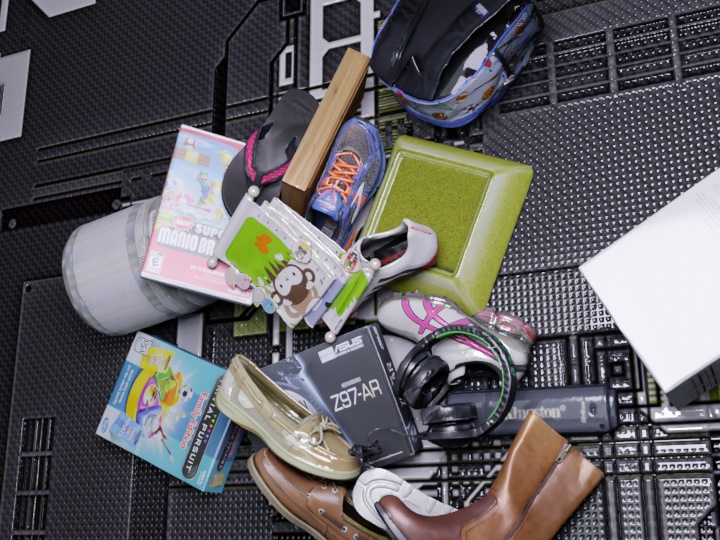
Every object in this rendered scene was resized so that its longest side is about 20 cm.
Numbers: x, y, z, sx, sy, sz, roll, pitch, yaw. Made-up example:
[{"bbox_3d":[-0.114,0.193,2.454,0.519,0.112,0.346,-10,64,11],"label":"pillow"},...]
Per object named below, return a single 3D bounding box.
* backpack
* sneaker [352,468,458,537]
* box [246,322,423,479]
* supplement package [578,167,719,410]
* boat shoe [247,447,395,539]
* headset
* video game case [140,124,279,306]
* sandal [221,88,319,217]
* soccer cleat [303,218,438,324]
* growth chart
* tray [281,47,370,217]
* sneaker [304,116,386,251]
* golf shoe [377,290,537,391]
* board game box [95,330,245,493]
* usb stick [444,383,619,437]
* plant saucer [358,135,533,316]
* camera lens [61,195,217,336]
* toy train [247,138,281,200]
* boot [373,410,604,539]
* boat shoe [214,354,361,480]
[{"bbox_3d":[0.111,-0.279,1.114,0.199,0.154,0.191,37,85,35],"label":"backpack"},{"bbox_3d":[0.079,0.292,1.017,0.199,0.081,0.077,39,79,9],"label":"sneaker"},{"bbox_3d":[-0.042,0.174,1.096,0.198,0.043,0.162,-22,84,18],"label":"box"},{"bbox_3d":[0.356,0.016,0.913,0.199,0.150,0.153,-36,64,12],"label":"supplement package"},{"bbox_3d":[-0.042,0.269,1.046,0.200,0.072,0.068,44,104,-7],"label":"boat shoe"},{"bbox_3d":[0.076,0.144,0.986,0.200,0.094,0.124,-41,66,18],"label":"headset"},{"bbox_3d":[-0.181,-0.069,1.130,0.141,0.017,0.203,15,75,-11],"label":"video game case"},{"bbox_3d":[-0.112,-0.149,1.131,0.075,0.045,0.202,30,73,-8],"label":"sandal"},{"bbox_3d":[0.000,0.000,1.071,0.198,0.085,0.069,-28,60,20],"label":"soccer cleat"},{"bbox_3d":[-0.084,-0.003,1.060,0.199,0.018,0.146,33,117,12],"label":"growth chart"},{"bbox_3d":[-0.044,-0.175,1.164,0.037,0.099,0.202,23,73,2],"label":"tray"},{"bbox_3d":[-0.025,-0.094,1.132,0.075,0.078,0.202,22,110,14],"label":"sneaker"},{"bbox_3d":[0.101,0.082,1.054,0.198,0.073,0.093,13,70,28],"label":"golf shoe"},{"bbox_3d":[-0.245,0.186,1.211,0.198,0.047,0.153,18,84,29],"label":"board game box"},{"bbox_3d":[0.190,0.159,1.019,0.197,0.033,0.056,-6,72,24],"label":"usb stick"},{"bbox_3d":[0.089,-0.066,1.122,0.198,0.048,0.202,18,84,28],"label":"plant saucer"},{"bbox_3d":[-0.288,-0.009,1.222,0.198,0.160,0.162,-18,69,20],"label":"camera lens"},{"bbox_3d":[-0.144,-0.085,1.225,0.115,0.084,0.203,-3,75,36],"label":"toy train"},{"bbox_3d":[0.136,0.236,0.954,0.187,0.069,0.201,36,80,6],"label":"boot"},{"bbox_3d":[-0.081,0.172,1.050,0.199,0.073,0.064,30,105,23],"label":"boat shoe"}]
